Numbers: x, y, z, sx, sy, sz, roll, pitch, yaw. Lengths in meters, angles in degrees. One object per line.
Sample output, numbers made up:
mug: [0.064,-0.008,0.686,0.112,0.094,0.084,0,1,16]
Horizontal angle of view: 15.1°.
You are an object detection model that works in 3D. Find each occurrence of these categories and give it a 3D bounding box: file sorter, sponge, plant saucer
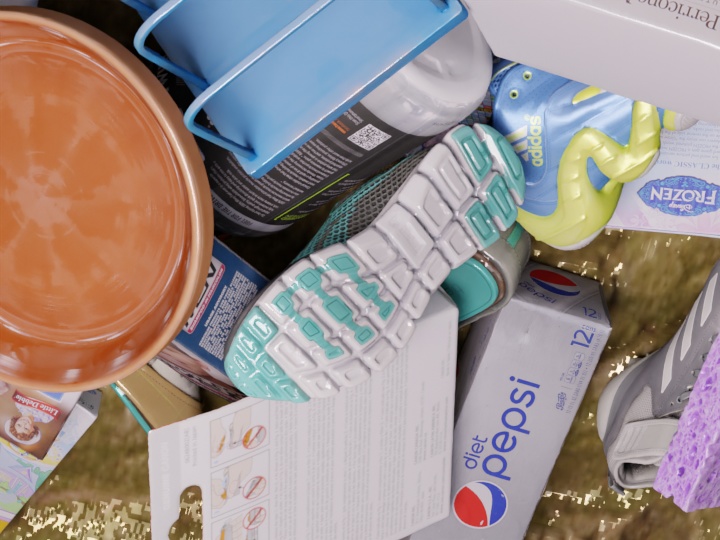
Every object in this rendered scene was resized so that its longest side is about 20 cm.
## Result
file sorter: [-0.070,-0.175,1.353,0.139,0.123,0.200,-37,73,9]
sponge: [0.252,0.077,1.560,0.200,0.030,0.112,-1,118,-49]
plant saucer: [-0.163,-0.037,1.378,0.200,0.032,0.201,9,111,24]

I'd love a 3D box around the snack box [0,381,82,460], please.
snack box: [-0.252,0.029,1.571,0.200,0.024,0.072,30,113,-3]

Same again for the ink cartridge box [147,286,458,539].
ink cartridge box: [-0.039,0.103,1.514,0.200,0.047,0.160,-21,133,-26]

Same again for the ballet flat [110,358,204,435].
ballet flat: [-0.140,0.038,1.605,0.063,0.069,0.200,-42,109,3]

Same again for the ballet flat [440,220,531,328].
ballet flat: [0.021,0.019,1.588,0.200,0.064,0.067,-26,111,39]

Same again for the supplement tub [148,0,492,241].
supplement tub: [-0.037,-0.097,1.490,0.200,0.123,0.123,-31,112,33]

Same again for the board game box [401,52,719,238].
board game box: [0.128,-0.122,1.537,0.200,0.041,0.200,5,115,-2]

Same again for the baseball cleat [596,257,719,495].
baseball cleat: [0.211,0.059,1.572,0.070,0.107,0.200,23,128,-19]

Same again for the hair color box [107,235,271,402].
hair color box: [-0.090,0.022,1.499,0.100,0.200,0.061,22,80,31]

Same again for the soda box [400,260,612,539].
soda box: [0.082,0.094,1.626,0.068,0.063,0.200,16,114,-8]

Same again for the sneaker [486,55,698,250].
sneaker: [0.130,-0.105,1.481,0.105,0.076,0.200,29,113,-12]

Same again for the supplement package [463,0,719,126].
supplement package: [0.157,-0.199,1.376,0.152,0.151,0.200,19,82,16]

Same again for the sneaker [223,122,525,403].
sneaker: [0.000,0.000,1.467,0.200,0.091,0.078,-40,106,-20]

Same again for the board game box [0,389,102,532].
board game box: [-0.276,0.073,1.637,0.200,0.034,0.134,35,110,-14]

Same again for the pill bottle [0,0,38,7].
pill bottle: [-0.236,-0.099,1.478,0.116,0.116,0.200,16,138,-7]
